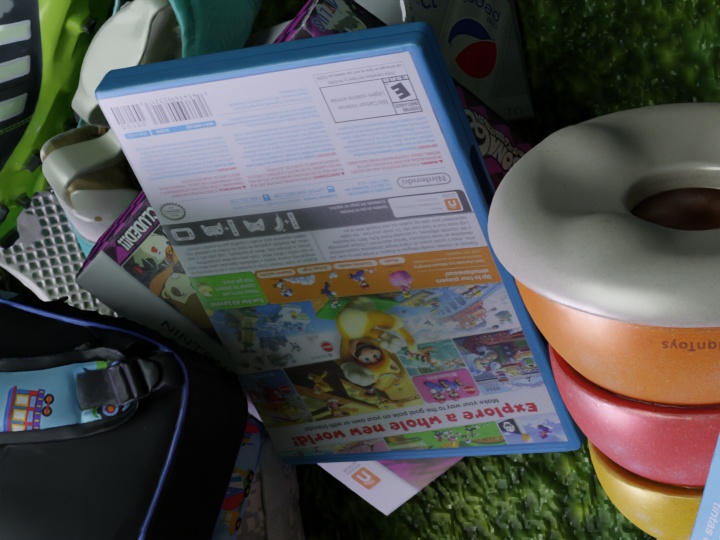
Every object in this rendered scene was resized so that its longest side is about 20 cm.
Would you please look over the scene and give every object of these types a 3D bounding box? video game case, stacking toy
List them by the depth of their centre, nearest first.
[{"bbox_3d":[0.123,0.051,0.760,0.146,0.146,0.202,25,131,43],"label":"stacking toy"},{"bbox_3d":[-0.004,-0.003,0.822,0.142,0.018,0.201,-6,127,27],"label":"video game case"},{"bbox_3d":[0.000,0.000,0.860,0.181,0.036,0.200,38,134,-11],"label":"video game case"}]

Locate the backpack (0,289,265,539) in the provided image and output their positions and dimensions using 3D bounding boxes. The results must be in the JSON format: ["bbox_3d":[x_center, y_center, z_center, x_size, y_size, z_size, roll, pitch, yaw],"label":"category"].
[{"bbox_3d":[-0.163,0.095,0.872,0.198,0.134,0.184,15,86,18],"label":"backpack"}]

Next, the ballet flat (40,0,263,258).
[{"bbox_3d":[-0.105,-0.066,0.912,0.067,0.070,0.201,49,131,29],"label":"ballet flat"}]

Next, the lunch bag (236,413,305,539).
[{"bbox_3d":[-0.096,0.164,0.997,0.167,0.139,0.202,-3,98,35],"label":"lunch bag"}]

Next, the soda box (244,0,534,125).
[{"bbox_3d":[-0.019,-0.076,0.919,0.199,0.068,0.064,-11,89,48],"label":"soda box"}]

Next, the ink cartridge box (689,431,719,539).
[{"bbox_3d":[0.216,0.115,0.644,0.200,0.128,0.126,34,122,40],"label":"ink cartridge box"}]

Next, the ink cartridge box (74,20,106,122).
[{"bbox_3d":[-0.183,-0.119,1.048,0.199,0.115,0.067,30,97,42],"label":"ink cartridge box"}]

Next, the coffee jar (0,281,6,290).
[{"bbox_3d":[-0.235,0.026,1.090,0.105,0.085,0.200,63,176,15],"label":"coffee jar"}]

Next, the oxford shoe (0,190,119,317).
[{"bbox_3d":[-0.140,-0.012,1.021,0.199,0.058,0.075,35,104,-11],"label":"oxford shoe"}]

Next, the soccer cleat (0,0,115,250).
[{"bbox_3d":[-0.165,-0.088,0.933,0.081,0.067,0.201,31,114,10],"label":"soccer cleat"}]
